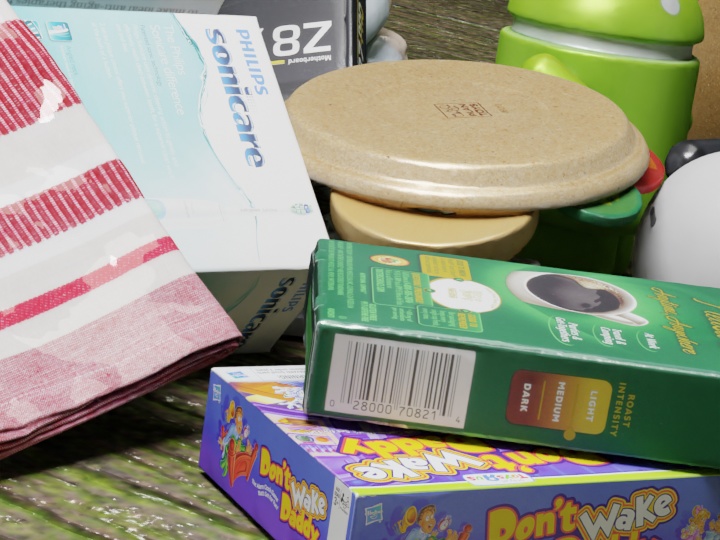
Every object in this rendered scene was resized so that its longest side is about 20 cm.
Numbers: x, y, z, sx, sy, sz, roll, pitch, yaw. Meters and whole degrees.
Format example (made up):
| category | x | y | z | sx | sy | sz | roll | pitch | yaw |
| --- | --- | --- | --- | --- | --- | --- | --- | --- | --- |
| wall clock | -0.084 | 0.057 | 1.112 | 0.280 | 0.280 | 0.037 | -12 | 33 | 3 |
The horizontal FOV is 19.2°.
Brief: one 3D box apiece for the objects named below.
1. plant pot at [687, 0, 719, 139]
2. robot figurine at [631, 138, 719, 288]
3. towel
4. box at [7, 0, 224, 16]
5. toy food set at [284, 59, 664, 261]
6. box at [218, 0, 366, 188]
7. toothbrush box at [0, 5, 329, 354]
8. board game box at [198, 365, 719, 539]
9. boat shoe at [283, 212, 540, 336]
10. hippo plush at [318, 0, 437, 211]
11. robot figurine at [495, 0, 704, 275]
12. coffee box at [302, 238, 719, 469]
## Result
| category | x | y | z | sx | sy | sz | roll | pitch | yaw |
| --- | --- | --- | --- | --- | --- | --- | --- | --- | --- |
| plant pot | 0.223 | -0.146 | 1.541 | 0.200 | 0.187 | 0.186 | 3 | 10 | 34 |
| robot figurine | 0.233 | -0.003 | 1.104 | 0.200 | 0.125 | 0.150 | -3 | 9 | -36 |
| towel | -0.155 | -0.025 | 0.886 | 0.144 | 0.023 | 0.200 | -25 | 75 | -39 |
| box | -0.202 | -0.165 | 1.091 | 0.200 | 0.171 | 0.199 | 1 | 54 | -26 |
| toy food set | 0.051 | -0.058 | 1.066 | 0.198 | 0.049 | 0.200 | -11 | 26 | -30 |
| box | -0.096 | -0.116 | 1.206 | 0.200 | 0.161 | 0.049 | -5 | -28 | 11 |
| toothbrush box | -0.130 | -0.040 | 0.982 | 0.200 | 0.085 | 0.147 | -3 | 60 | -31 |
| board game box | 0.054 | 0.080 | 0.858 | 0.200 | 0.045 | 0.134 | 0 | 18 | -28 |
| boat shoe | 0.000 | 0.000 | 1.070 | 0.200 | 0.067 | 0.074 | 13 | 16 | 15 |
| hippo plush | -0.011 | -0.105 | 1.265 | 0.200 | 0.160 | 0.161 | -5 | 20 | -41 |
| robot figurine | 0.132 | -0.095 | 1.224 | 0.116 | 0.200 | 0.175 | 13 | 13 | 21 |
| coffee box | 0.077 | 0.034 | 0.865 | 0.200 | 0.044 | 0.123 | 7 | 16 | -4 |
